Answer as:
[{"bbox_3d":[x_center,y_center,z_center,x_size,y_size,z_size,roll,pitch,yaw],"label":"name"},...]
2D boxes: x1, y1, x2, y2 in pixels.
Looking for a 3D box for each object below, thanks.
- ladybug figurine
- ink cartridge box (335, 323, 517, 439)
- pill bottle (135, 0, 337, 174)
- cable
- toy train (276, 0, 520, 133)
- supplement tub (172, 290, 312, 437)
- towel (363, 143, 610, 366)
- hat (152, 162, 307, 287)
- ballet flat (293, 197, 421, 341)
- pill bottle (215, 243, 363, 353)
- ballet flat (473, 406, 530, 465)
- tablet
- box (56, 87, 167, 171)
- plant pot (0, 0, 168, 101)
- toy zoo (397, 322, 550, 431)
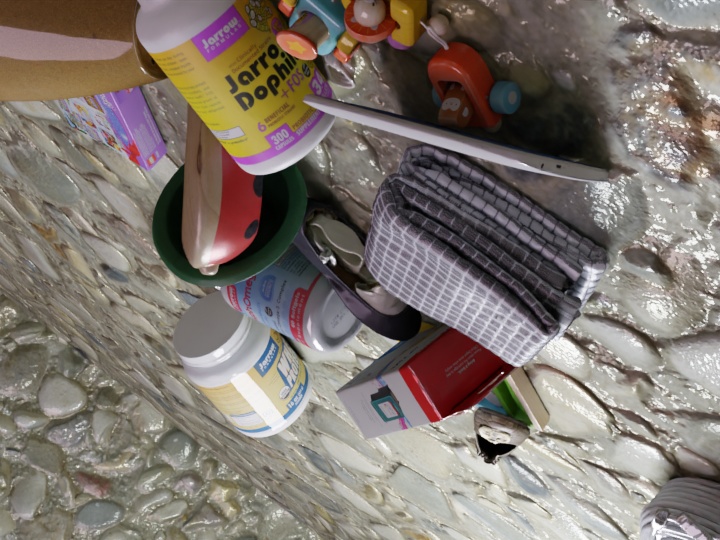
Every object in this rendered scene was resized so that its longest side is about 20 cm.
[{"bbox_3d":[-0.128,-0.096,0.963,0.071,0.202,0.136,3,180,-11],"label":"ladybug figurine"},{"bbox_3d":[0.074,0.107,1.075,0.068,0.116,0.200,57,147,-3],"label":"ink cartridge box"},{"bbox_3d":[-0.109,-0.181,0.832,0.104,0.105,0.200,11,147,50],"label":"pill bottle"},{"bbox_3d":[0.385,0.298,1.072,0.199,0.069,0.200,33,159,11],"label":"cable"},{"bbox_3d":[0.013,-0.153,0.760,0.199,0.056,0.151,17,151,42],"label":"toy train"},{"bbox_3d":[-0.176,0.140,1.544,0.144,0.145,0.201,17,151,43],"label":"supplement tub"},{"bbox_3d":[0.097,-0.002,0.894,0.199,0.086,0.166,35,160,8],"label":"towel"},{"bbox_3d":[-0.115,-0.026,1.103,0.200,0.165,0.176,46,173,35],"label":"hat"},{"bbox_3d":[0.000,0.000,1.083,0.200,0.073,0.073,46,158,-13],"label":"ballet flat"},{"bbox_3d":[-0.092,0.011,1.193,0.199,0.109,0.109,23,155,34],"label":"pill bottle"},{"bbox_3d":[0.158,0.198,1.214,0.067,0.047,0.200,24,167,10],"label":"ballet flat"},{"bbox_3d":[0.067,-0.095,0.748,0.199,0.014,0.130,21,-168,37],"label":"tablet"},{"bbox_3d":[-0.307,-0.211,1.180,0.136,0.039,0.201,30,158,22],"label":"box"},{"bbox_3d":[-0.253,-0.227,0.906,0.198,0.188,0.187,13,151,20],"label":"plant pot"},{"bbox_3d":[0.114,0.113,1.194,0.199,0.021,0.132,17,151,42],"label":"toy zoo"}]
